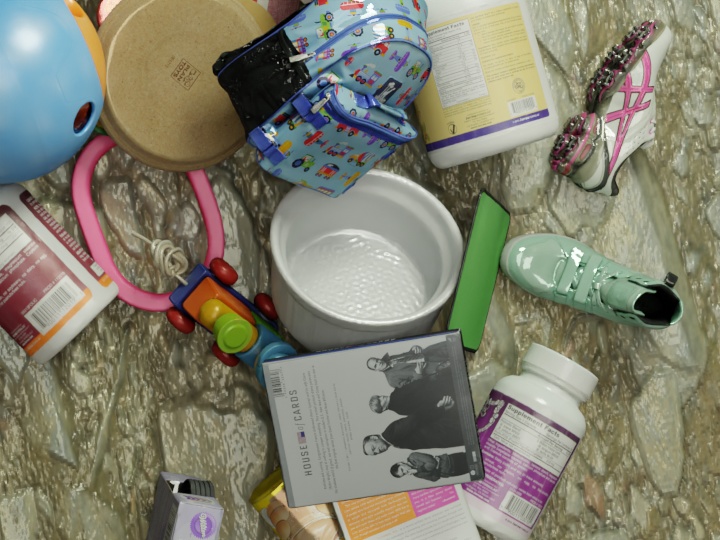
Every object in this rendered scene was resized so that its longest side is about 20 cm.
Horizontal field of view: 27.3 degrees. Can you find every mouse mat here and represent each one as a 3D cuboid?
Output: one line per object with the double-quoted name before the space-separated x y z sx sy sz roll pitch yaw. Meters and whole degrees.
"mouse mat" 0.123 0.004 1.548 0.007 0.200 0.162 13 87 16

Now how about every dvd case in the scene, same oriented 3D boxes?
"dvd case" 0.013 0.146 1.458 0.198 0.025 0.152 -9 97 8

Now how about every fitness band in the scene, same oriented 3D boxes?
"fitness band" -0.221 -0.056 1.554 0.143 0.037 0.201 -20 93 -10

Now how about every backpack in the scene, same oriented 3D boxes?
"backpack" -0.012 -0.187 1.450 0.199 0.182 0.135 -36 63 18

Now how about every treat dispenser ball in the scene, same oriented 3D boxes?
"treat dispenser ball" -0.339 -0.183 1.397 0.199 0.201 0.203 0 91 -11

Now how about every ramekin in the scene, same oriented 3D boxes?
"ramekin" 0.000 0.000 1.526 0.199 0.098 0.202 6 52 -8

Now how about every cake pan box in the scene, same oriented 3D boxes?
"cake pan box" -0.189 0.308 1.489 0.052 0.184 0.202 12 88 -15

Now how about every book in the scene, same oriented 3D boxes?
"book" 0.034 0.220 1.514 0.133 0.048 0.201 -20 92 -6

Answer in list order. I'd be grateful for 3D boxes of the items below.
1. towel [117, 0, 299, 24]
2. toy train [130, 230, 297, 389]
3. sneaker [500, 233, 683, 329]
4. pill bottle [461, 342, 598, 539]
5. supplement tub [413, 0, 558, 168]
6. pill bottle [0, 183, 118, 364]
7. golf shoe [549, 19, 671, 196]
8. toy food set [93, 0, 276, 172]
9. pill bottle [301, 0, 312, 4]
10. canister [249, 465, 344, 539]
"towel" -0.153 -0.304 1.525 0.199 0.023 0.145 -1 116 -25
"toy train" -0.148 0.041 1.494 0.085 0.116 0.200 -48 126 2
"sneaker" 0.256 0.009 1.606 0.199 0.118 0.074 19 89 -9
"pill bottle" 0.173 0.185 1.595 0.112 0.112 0.201 30 85 -10
"supplement tub" 0.117 -0.221 1.562 0.144 0.145 0.201 -17 93 -10
"pill bottle" -0.349 -0.014 1.489 0.114 0.114 0.200 -44 97 -8
"golf shoe" 0.292 -0.179 1.639 0.092 0.073 0.201 29 95 -16
"toy food set" -0.184 -0.202 1.506 0.197 0.049 0.201 20 91 -24
"pill bottle" 0.008 -0.355 1.524 0.112 0.112 0.201 34 61 -10
"canister" -0.004 0.274 1.575 0.148 0.087 0.200 -41 96 -9
